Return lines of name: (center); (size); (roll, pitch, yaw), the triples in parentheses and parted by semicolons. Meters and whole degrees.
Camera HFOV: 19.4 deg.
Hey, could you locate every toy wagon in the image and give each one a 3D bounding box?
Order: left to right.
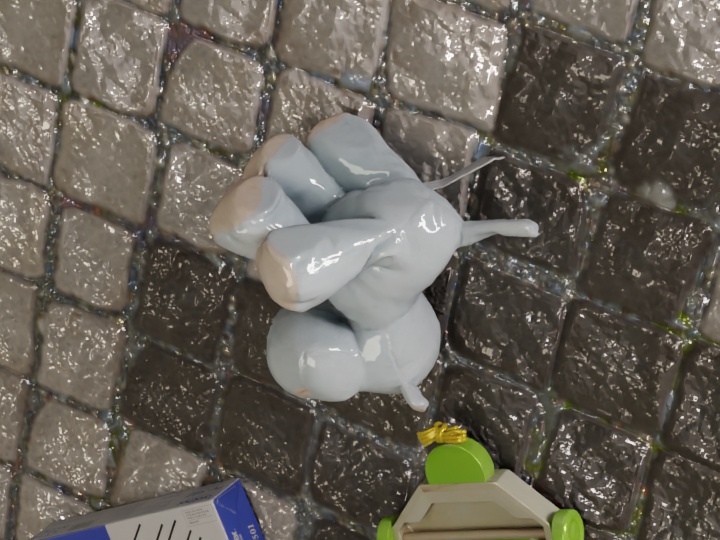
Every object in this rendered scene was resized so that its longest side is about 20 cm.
toy wagon: (0.088, 0.196, 1.491); (0.154, 0.040, 0.202); (-6, 107, 31)

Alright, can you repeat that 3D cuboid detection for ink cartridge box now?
ink cartridge box: (-0.164, 0.230, 1.642); (0.199, 0.044, 0.095); (-17, 100, 34)

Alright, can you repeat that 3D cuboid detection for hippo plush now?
hippo plush: (0.000, 0.000, 1.421); (0.198, 0.160, 0.162); (-11, 133, -10)
